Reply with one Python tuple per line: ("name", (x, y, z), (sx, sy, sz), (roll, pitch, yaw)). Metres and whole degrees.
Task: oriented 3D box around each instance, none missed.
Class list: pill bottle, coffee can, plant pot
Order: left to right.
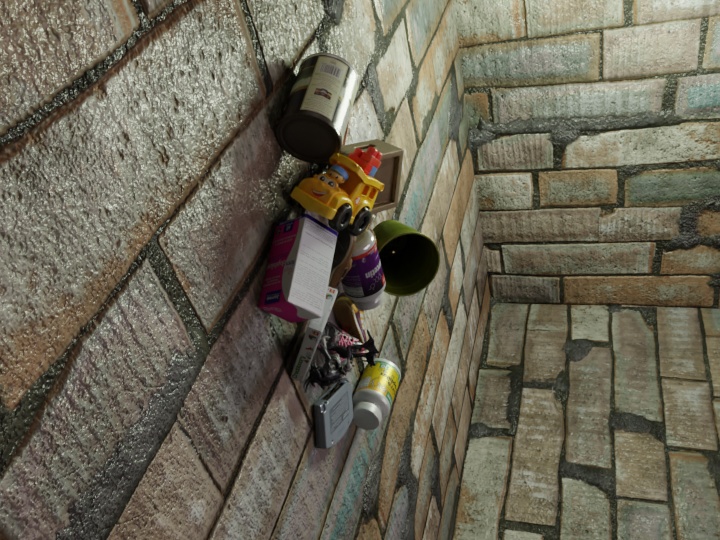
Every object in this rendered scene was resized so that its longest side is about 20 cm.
("coffee can", (-0.092, -0.362, 1.465), (0.147, 0.145, 0.201), (64, 32, -51))
("pill bottle", (0.000, 0.000, 1.676), (0.113, 0.112, 0.201), (-65, 147, -49))
("pill bottle", (0.041, 0.359, 1.904), (0.200, 0.112, 0.113), (-62, 146, -51))
("plant pot", (0.108, -0.057, 1.942), (0.193, 0.199, 0.201), (-119, -164, -60))

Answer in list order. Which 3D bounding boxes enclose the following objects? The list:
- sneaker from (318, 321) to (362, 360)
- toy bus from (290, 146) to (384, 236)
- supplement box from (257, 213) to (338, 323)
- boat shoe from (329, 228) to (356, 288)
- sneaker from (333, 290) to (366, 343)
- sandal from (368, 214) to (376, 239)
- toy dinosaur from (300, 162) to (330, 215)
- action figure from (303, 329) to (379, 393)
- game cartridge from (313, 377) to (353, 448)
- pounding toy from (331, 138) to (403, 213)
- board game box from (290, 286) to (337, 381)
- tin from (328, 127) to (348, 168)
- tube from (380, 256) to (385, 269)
("sneaker", (-0.044, 0.183, 1.691), (0.200, 0.095, 0.080), (45, 50, -61))
("toy bus", (-0.032, -0.190, 1.433), (0.193, 0.135, 0.200), (-60, 157, 10))
("supplement box", (-0.130, -0.002, 1.392), (0.103, 0.101, 0.201), (29, 59, -40))
("boat shoe", (-0.056, -0.026, 1.564), (0.068, 0.072, 0.200), (-11, 146, -43))
("sneaker", (-0.014, 0.140, 1.799), (0.090, 0.075, 0.201), (-56, 143, -48))
("sandal", (0.016, -0.058, 1.840), (0.080, 0.054, 0.201), (164, -60, -83))
("toy dinosaur", (-0.109, -0.197, 1.542), (0.088, 0.047, 0.201), (-104, -148, -62))
("action figure", (-0.058, 0.220, 1.597), (0.119, 0.199, 0.102), (79, -16, -55))
("game cartridge", (-0.069, 0.376, 1.713), (0.200, 0.040, 0.134), (-29, 114, -68))
("pounding toy", (0.015, -0.236, 1.700), (0.199, 0.142, 0.185), (-20, 127, -39))
("board game box", (-0.105, 0.144, 1.475), (0.201, 0.034, 0.127), (112, -1, -45))
("tin", (-0.072, -0.352, 1.681), (0.112, 0.042, 0.201), (59, 37, -62))
("tube", (0.072, -0.024, 2.085), (0.200, 0.050, 0.078), (-60, 154, -62))
